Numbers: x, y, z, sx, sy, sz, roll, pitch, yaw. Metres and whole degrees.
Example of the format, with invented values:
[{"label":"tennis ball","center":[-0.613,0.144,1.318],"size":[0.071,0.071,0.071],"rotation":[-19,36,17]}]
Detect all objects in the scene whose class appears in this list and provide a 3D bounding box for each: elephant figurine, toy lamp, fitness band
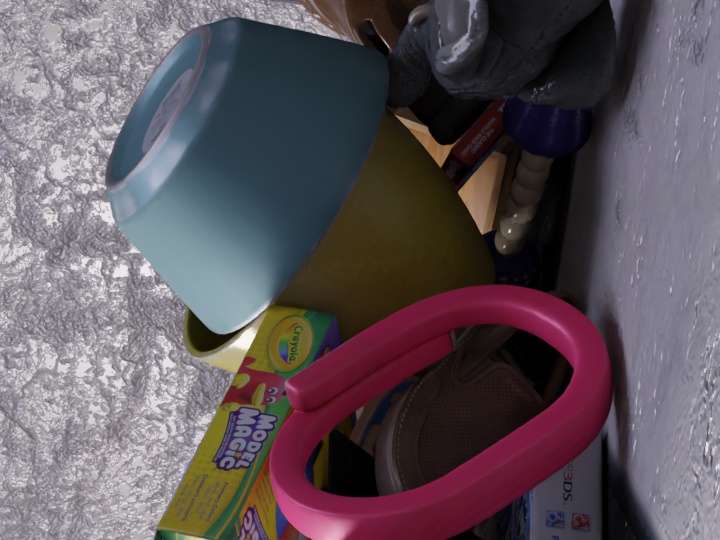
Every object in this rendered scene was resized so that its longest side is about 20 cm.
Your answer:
[{"label":"elephant figurine","center":[0.087,-0.150,1.206],"size":[0.155,0.141,0.200],"rotation":[-51,-19,-68]},{"label":"toy lamp","center":[0.107,-0.059,1.332],"size":[0.200,0.058,0.058],"rotation":[103,172,-52]},{"label":"fitness band","center":[0.042,0.079,1.136],"size":[0.144,0.200,0.037],"rotation":[36,148,44]}]

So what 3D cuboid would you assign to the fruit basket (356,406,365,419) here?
[{"label":"fruit basket","center":[0.023,0.061,1.491],"size":[0.185,0.094,0.200],"rotation":[45,-113,-51]}]

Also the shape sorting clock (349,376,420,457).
[{"label":"shape sorting clock","center":[0.023,0.164,1.288],"size":[0.200,0.039,0.200],"rotation":[-5,-85,-64]}]

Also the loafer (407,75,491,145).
[{"label":"loafer","center":[0.076,-0.151,1.394],"size":[0.073,0.071,0.200],"rotation":[-49,-2,29]}]

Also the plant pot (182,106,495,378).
[{"label":"plant pot","center":[0.000,0.000,1.338],"size":[0.200,0.142,0.200],"rotation":[-49,21,27]}]

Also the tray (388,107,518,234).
[{"label":"tray","center":[0.055,-0.029,1.617],"size":[0.037,0.098,0.200],"rotation":[-50,-24,-51]}]

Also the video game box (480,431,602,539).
[{"label":"video game box","center":[0.094,0.211,1.187],"size":[0.200,0.047,0.183],"rotation":[105,168,-59]}]

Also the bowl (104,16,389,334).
[{"label":"bowl","center":[-0.082,-0.073,1.275],"size":[0.201,0.105,0.201],"rotation":[-50,21,27]}]

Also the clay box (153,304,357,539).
[{"label":"clay box","center":[-0.058,0.131,1.196],"size":[0.115,0.047,0.200],"rotation":[79,-154,-44]}]

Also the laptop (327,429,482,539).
[{"label":"laptop","center":[0.016,0.230,1.160],"size":[0.116,0.200,0.187],"rotation":[-39,27,24]}]

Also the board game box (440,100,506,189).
[{"label":"board game box","center":[0.091,-0.097,1.427],"size":[0.103,0.019,0.200],"rotation":[-50,-2,-6]}]

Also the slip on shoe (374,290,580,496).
[{"label":"slip on shoe","center":[0.073,0.078,1.207],"size":[0.061,0.076,0.200],"rotation":[-31,10,39]}]

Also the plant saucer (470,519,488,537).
[{"label":"plant saucer","center":[0.079,0.118,1.395],"size":[0.200,0.034,0.201],"rotation":[179,90,-86]}]

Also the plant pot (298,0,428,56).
[{"label":"plant pot","center":[0.044,-0.241,1.606],"size":[0.198,0.200,0.201],"rotation":[-113,29,-65]}]
